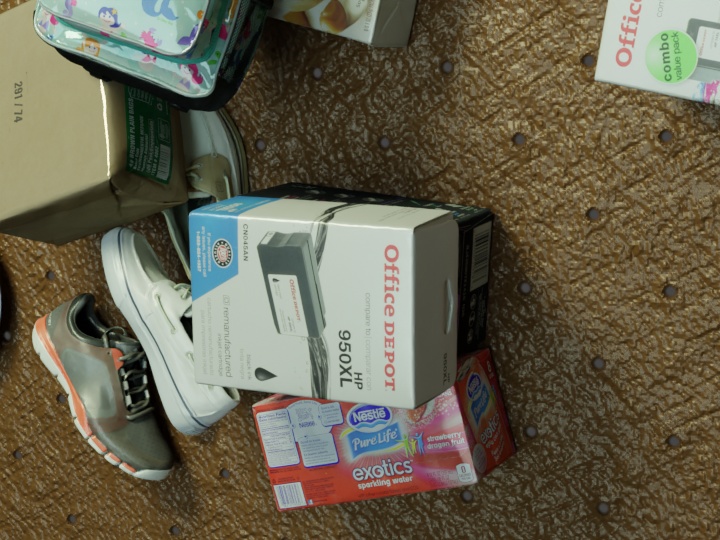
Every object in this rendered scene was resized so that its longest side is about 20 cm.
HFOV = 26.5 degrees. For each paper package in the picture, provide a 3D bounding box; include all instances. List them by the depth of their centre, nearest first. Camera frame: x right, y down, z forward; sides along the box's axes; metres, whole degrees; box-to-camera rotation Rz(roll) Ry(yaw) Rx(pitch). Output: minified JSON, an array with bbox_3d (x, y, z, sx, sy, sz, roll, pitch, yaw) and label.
[{"bbox_3d":[-0.257,-0.141,1.363,0.190,0.103,0.201,-16,72,34],"label":"paper package"}]

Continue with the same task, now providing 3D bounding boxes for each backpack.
[{"bbox_3d":[-0.155,-0.247,1.209,0.177,0.151,0.201,22,85,9],"label":"backpack"}]

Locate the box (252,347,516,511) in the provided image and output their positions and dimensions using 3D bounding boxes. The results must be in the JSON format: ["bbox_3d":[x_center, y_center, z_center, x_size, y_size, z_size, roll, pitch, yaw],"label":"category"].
[{"bbox_3d":[0.020,0.138,1.318,0.199,0.095,0.100,-13,94,28],"label":"box"}]

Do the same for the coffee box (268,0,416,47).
[{"bbox_3d":[-0.051,-0.267,1.289,0.199,0.080,0.115,18,105,23],"label":"coffee box"}]

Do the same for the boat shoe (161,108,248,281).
[{"bbox_3d":[-0.144,-0.075,1.377,0.075,0.068,0.201,-19,91,28],"label":"boat shoe"}]

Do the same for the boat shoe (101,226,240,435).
[{"bbox_3d":[-0.161,0.043,1.353,0.067,0.074,0.200,-28,81,19],"label":"boat shoe"}]

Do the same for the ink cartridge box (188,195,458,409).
[{"bbox_3d":[-0.030,0.022,1.208,0.199,0.084,0.145,4,103,25],"label":"ink cartridge box"}]

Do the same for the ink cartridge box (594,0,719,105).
[{"bbox_3d":[0.293,-0.190,1.094,0.199,0.146,0.147,14,105,24],"label":"ink cartridge box"}]

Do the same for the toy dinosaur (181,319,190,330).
[{"bbox_3d":[-0.113,0.071,1.404,0.106,0.060,0.200,48,127,-3],"label":"toy dinosaur"}]

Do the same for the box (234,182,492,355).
[{"bbox_3d":[0.000,0.000,1.297,0.199,0.106,0.123,10,104,24],"label":"box"}]

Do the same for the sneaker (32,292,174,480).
[{"bbox_3d":[-0.234,0.107,1.454,0.082,0.077,0.200,-41,81,20],"label":"sneaker"}]
